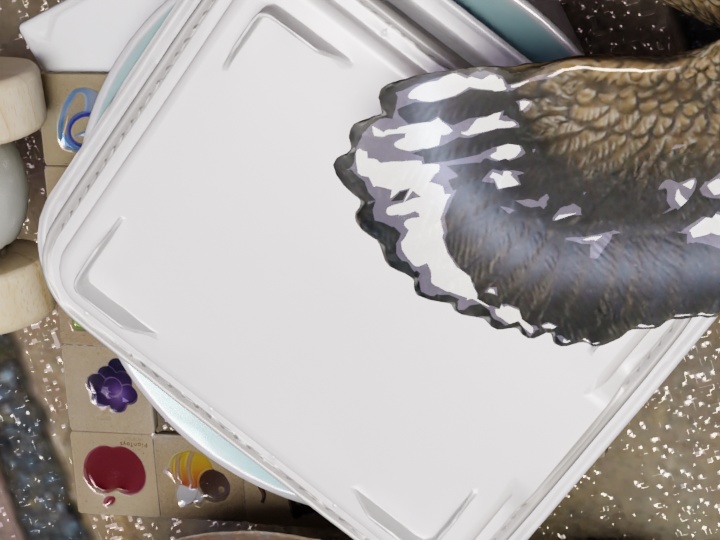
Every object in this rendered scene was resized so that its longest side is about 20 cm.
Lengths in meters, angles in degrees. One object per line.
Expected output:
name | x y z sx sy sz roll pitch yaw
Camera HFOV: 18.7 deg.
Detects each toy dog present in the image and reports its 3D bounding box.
toy dog | -0.181 -0.034 0.802 0.096 0.200 0.132 -11 90 -25

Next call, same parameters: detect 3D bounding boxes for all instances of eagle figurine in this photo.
eagle figurine | 0.111 -0.065 0.618 0.199 0.152 0.152 -5 101 42

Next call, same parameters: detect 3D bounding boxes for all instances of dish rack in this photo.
dish rack | 0.000 0.000 0.700 0.200 0.044 0.172 37 113 0

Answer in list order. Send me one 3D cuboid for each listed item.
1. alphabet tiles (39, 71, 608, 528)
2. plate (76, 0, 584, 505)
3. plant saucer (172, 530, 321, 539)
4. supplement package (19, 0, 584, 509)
alphabet tiles | -0.013 0.013 0.762 0.199 0.008 0.168 2 108 15
plate | 0.001 -0.014 0.732 0.199 0.026 0.201 5 110 15
plant saucer | -0.018 0.180 0.768 0.199 0.035 0.201 11 125 16
supplement package | 0.003 -0.045 0.801 0.155 0.111 0.201 -24 101 21
